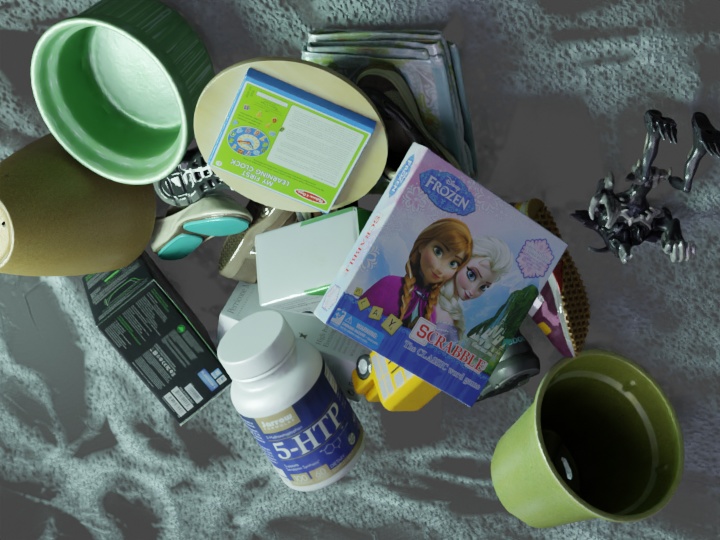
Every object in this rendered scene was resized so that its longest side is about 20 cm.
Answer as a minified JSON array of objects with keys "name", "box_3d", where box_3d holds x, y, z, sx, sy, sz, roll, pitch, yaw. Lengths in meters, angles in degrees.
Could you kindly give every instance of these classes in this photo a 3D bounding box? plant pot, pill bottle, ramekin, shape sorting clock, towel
[{"name":"plant pot","box_3d":[0.251,0.220,1.465,0.199,0.202,0.184,34,147,-6]},{"name":"pill bottle","box_3d":[-0.085,0.152,1.457,0.118,0.120,0.202,-9,125,32]},{"name":"ramekin","box_3d":[-0.257,-0.207,1.369,0.197,0.098,0.202,14,130,18]},{"name":"shape sorting clock","box_3d":[-0.069,-0.134,1.231,0.196,0.040,0.202,4,135,4]},{"name":"plant pot","box_3d":[-0.374,-0.068,1.445,0.184,0.199,0.190,8,108,27]},{"name":"towel","box_3d":[0.033,-0.165,1.313,0.169,0.048,0.202,7,131,25]}]

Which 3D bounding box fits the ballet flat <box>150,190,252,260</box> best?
[{"name":"ballet flat","box_3d":[-0.197,-0.066,1.490,0.070,0.070,0.199,48,142,-19]}]

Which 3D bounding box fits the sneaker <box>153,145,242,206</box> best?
[{"name":"sneaker","box_3d":[-0.146,-0.127,1.411,0.197,0.079,0.076,-4,117,28]}]

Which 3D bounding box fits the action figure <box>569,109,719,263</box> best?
[{"name":"action figure","box_3d":[0.285,-0.065,1.240,0.117,0.103,0.202,16,134,-4]}]

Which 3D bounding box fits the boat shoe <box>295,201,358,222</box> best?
[{"name":"boat shoe","box_3d":[-0.036,-0.125,1.307,0.071,0.076,0.202,8,139,16]}]

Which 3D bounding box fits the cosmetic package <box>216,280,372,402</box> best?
[{"name":"cosmetic package","box_3d":[-0.072,0.078,1.541,0.197,0.102,0.075,19,134,8]}]

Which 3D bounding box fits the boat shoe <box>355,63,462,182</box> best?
[{"name":"boat shoe","box_3d":[0.048,-0.114,1.269,0.072,0.065,0.201,-18,120,37]}]

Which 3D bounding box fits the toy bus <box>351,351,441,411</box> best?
[{"name":"toy bus","box_3d":[0.070,0.098,1.400,0.064,0.079,0.200,4,144,-37]}]

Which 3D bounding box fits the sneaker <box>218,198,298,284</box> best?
[{"name":"sneaker","box_3d":[-0.100,-0.055,1.475,0.075,0.071,0.200,18,139,-25]}]

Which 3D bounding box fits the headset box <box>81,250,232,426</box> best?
[{"name":"headset box","box_3d":[-0.262,0.072,1.568,0.092,0.200,0.175,-37,114,-4]}]

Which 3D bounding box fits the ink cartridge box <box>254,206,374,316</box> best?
[{"name":"ink cartridge box","box_3d":[0.000,0.000,1.370,0.145,0.085,0.199,-15,163,35]}]

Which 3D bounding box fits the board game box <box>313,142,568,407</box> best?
[{"name":"board game box","box_3d":[0.085,0.008,1.254,0.198,0.201,0.041,30,-178,-25]}]

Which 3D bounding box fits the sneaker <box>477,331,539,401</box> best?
[{"name":"sneaker","box_3d":[0.161,0.102,1.443,0.200,0.074,0.080,117,133,-72]}]

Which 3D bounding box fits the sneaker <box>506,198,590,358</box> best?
[{"name":"sneaker","box_3d":[0.191,0.012,1.378,0.089,0.075,0.202,-8,117,34]}]
